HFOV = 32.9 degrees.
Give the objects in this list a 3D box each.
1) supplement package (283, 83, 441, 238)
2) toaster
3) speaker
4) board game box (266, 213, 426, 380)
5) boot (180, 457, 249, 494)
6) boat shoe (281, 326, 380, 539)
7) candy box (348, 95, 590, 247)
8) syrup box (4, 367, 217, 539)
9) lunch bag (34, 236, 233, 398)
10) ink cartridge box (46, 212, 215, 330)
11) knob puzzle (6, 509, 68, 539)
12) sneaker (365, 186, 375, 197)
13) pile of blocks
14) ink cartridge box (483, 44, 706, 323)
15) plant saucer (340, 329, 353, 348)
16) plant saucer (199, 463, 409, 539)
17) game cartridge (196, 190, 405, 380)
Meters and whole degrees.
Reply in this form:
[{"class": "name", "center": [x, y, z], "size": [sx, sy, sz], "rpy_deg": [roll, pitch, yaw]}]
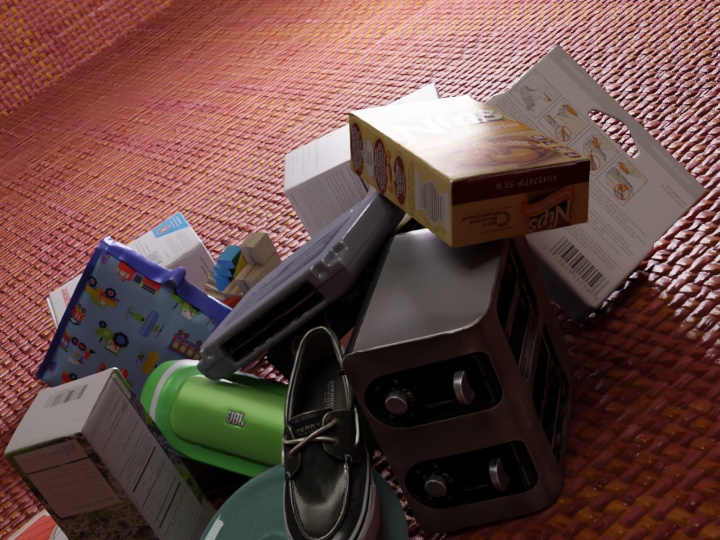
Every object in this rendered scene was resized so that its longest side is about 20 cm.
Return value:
[{"class": "supplement package", "center": [0.023, -0.112, 1.415], "size": [0.199, 0.110, 0.114], "rpy_deg": [-25, 26, 10]}, {"class": "toaster", "center": [0.081, 0.072, 0.943], "size": [0.118, 0.181, 0.200], "rpy_deg": [-12, 30, 22]}, {"class": "speaker", "center": [-0.090, 0.134, 1.049], "size": [0.199, 0.089, 0.089], "rpy_deg": [12, 43, 25]}, {"class": "board game box", "center": [0.000, 0.000, 1.082], "size": [0.200, 0.035, 0.136], "rpy_deg": [-44, 13, 10]}, {"class": "boot", "center": [-0.148, 0.174, 1.115], "size": [0.097, 0.075, 0.200], "rpy_deg": [-11, 29, 39]}, {"class": "boat shoe", "center": [-0.032, 0.127, 0.889], "size": [0.072, 0.071, 0.201], "rpy_deg": [-18, 42, 10]}, {"class": "candy box", "center": [0.079, -0.083, 0.955], "size": [0.115, 0.056, 0.200], "rpy_deg": [-10, 25, -20]}, {"class": "syrup box", "center": [-0.190, 0.186, 0.989], "size": [0.078, 0.201, 0.082], "rpy_deg": [-17, 29, 23]}, {"class": "lunch bag", "center": [-0.213, 0.063, 1.195], "size": [0.200, 0.150, 0.094], "rpy_deg": [-56, 2, 44]}, {"class": "ink cartridge box", "center": [-0.274, 0.030, 1.498], "size": [0.199, 0.085, 0.145], "rpy_deg": [-32, 25, -7]}, {"class": "knob puzzle", "center": [-0.311, 0.280, 1.144], "size": [0.219, 0.031, 0.220], "rpy_deg": [-24, 26, 13]}, {"class": "sneaker", "center": [0.011, -0.046, 1.328], "size": [0.199, 0.092, 0.076], "rpy_deg": [-26, 26, 9]}, {"class": "pile of blocks", "center": [-0.135, 0.033, 1.250], "size": [0.082, 0.200, 0.062], "rpy_deg": [31, 54, 10]}, {"class": "ink cartridge box", "center": [0.186, -0.082, 1.103], "size": [0.173, 0.200, 0.044], "rpy_deg": [-41, -7, -24]}, {"class": "plant saucer", "center": [0.021, 0.035, 1.219], "size": [0.199, 0.032, 0.201], "rpy_deg": [-23, 33, 16]}, {"class": "plant saucer", "center": [-0.059, 0.220, 0.909], "size": [0.199, 0.036, 0.201], "rpy_deg": [-20, 47, 22]}, {"class": "game cartridge", "center": [-0.048, 0.009, 1.026], "size": [0.200, 0.041, 0.133], "rpy_deg": [-36, 15, 39]}]
